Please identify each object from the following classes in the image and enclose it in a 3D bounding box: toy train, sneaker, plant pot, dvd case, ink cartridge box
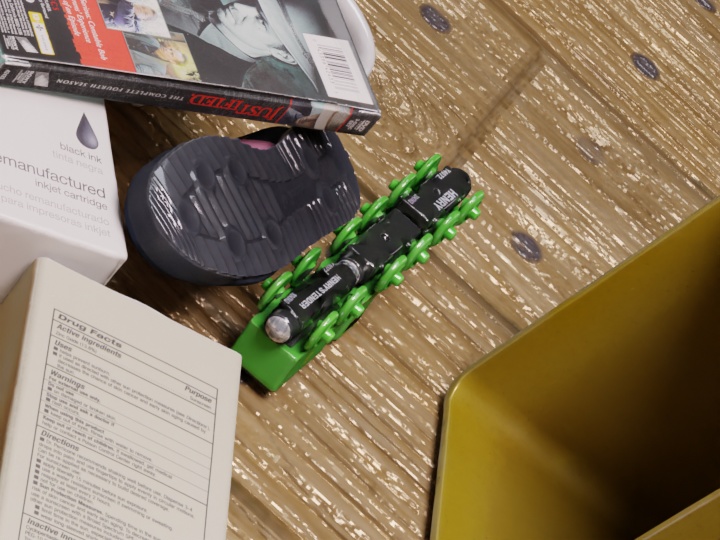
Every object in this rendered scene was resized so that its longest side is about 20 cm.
[{"bbox_3d":[0.000,0.000,1.375,0.042,0.056,0.200,40,34,7],"label":"toy train"},{"bbox_3d":[-0.069,-0.021,1.286,0.200,0.082,0.070,-17,85,-67],"label":"sneaker"},{"bbox_3d":[0.163,0.117,1.305,0.176,0.200,0.200,40,32,-24],"label":"plant pot"},{"bbox_3d":[-0.095,-0.131,1.292,0.199,0.022,0.146,5,50,-35],"label":"dvd case"},{"bbox_3d":[-0.191,-0.074,1.240,0.144,0.084,0.200,19,40,-31],"label":"ink cartridge box"}]

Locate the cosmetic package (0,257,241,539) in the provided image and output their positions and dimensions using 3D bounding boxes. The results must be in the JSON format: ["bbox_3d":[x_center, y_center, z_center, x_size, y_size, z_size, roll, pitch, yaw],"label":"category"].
[{"bbox_3d":[-0.112,0.100,1.139,0.105,0.071,0.200,28,37,-19],"label":"cosmetic package"}]

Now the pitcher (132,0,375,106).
[{"bbox_3d":[-0.076,-0.181,1.454,0.171,0.121,0.201,7,57,-51],"label":"pitcher"}]
